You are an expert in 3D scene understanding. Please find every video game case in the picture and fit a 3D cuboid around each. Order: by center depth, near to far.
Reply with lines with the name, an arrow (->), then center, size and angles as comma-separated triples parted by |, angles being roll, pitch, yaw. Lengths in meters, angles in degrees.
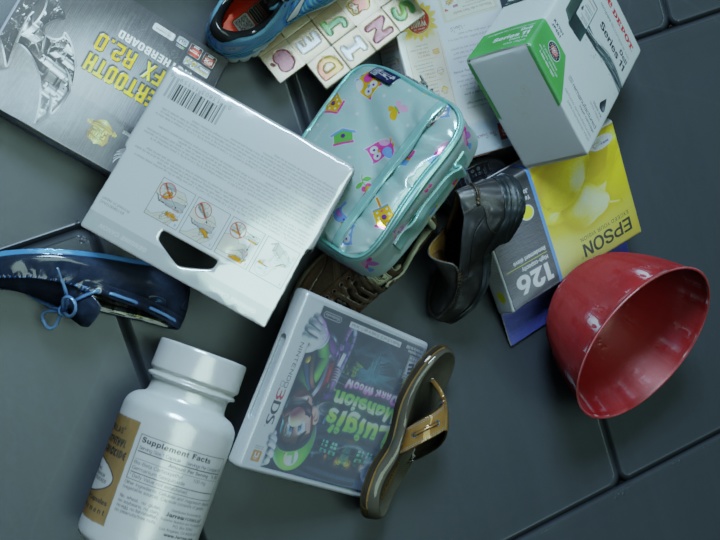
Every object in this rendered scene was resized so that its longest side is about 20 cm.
video game case -> -0.026, 0.132, 1.131 | 0.200, 0.023, 0.182 | 26, 85, -46

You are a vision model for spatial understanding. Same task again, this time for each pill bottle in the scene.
pill bottle -> -0.185, 0.173, 1.062 | 0.114, 0.114, 0.201 | 22, 82, -22

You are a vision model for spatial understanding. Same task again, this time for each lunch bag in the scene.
lunch bag -> 0.016, -0.104, 1.107 | 0.200, 0.160, 0.077 | -54, 148, -3

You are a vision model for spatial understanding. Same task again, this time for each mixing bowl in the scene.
mixing bowl -> 0.283, 0.054, 1.241 | 0.200, 0.108, 0.201 | -23, 135, -26

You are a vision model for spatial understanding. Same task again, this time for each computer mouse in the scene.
computer mouse -> 0.077, -0.072, 1.218 | 0.200, 0.034, 0.059 | -26, 112, -15

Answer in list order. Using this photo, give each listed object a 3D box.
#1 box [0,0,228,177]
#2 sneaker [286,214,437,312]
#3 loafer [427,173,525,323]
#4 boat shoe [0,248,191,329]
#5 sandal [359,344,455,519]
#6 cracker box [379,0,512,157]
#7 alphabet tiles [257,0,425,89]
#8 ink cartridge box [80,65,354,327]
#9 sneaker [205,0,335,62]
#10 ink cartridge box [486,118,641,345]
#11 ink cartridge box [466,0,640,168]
box -> -0.251, -0.185, 1.063 | 0.200, 0.048, 0.159 | 31, 79, -20
sneaker -> 0.000, 0.000, 1.145 | 0.070, 0.076, 0.200 | 41, 86, -22
loafer -> 0.101, -0.021, 1.159 | 0.072, 0.073, 0.200 | -2, 134, -24
boat shoe -> -0.255, 0.021, 1.045 | 0.199, 0.084, 0.069 | 5, 77, -21
sandal -> 0.061, 0.177, 1.177 | 0.200, 0.054, 0.082 | -64, 153, -13
cracker box -> 0.098, -0.221, 1.205 | 0.134, 0.058, 0.201 | -17, 96, -21
alphabet tiles -> -0.036, -0.289, 1.137 | 0.200, 0.006, 0.167 | -38, 88, -8
ink cartridge box -> -0.132, -0.068, 1.037 | 0.200, 0.044, 0.174 | 29, 84, -3
sneaker -> -0.068, -0.278, 1.068 | 0.200, 0.090, 0.078 | -43, 94, 4
ink cartridge box -> 0.226, -0.041, 1.250 | 0.197, 0.047, 0.201 | -31, 112, -20
ink cartridge box -> 0.214, -0.232, 1.192 | 0.147, 0.083, 0.200 | 55, 48, -27
